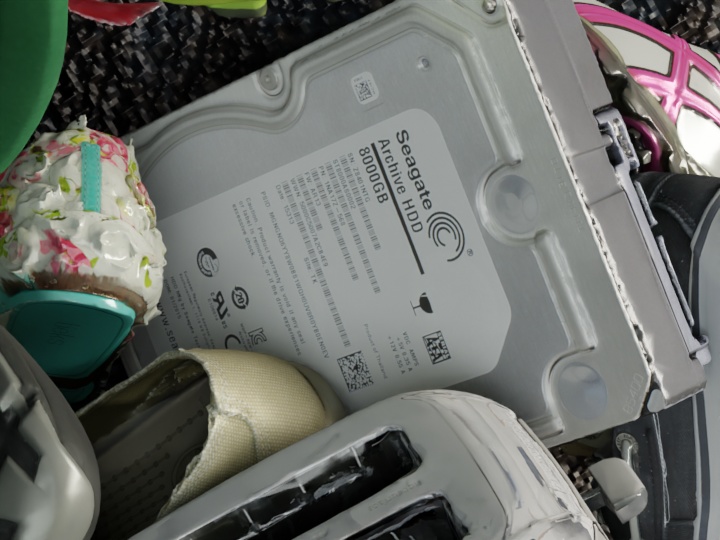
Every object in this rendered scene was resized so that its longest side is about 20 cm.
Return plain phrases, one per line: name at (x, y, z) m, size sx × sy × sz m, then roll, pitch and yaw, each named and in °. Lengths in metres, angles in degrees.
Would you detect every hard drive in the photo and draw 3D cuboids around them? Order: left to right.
hard drive at (0.000, 0.000, 0.787) m, size 0.200 × 0.038 × 0.140 m, roll -21°, pitch 91°, yaw 40°

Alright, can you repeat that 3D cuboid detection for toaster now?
toaster at (-0.001, 0.126, 0.718) m, size 0.200 × 0.114 × 0.129 m, roll -28°, pitch 123°, yaw -3°

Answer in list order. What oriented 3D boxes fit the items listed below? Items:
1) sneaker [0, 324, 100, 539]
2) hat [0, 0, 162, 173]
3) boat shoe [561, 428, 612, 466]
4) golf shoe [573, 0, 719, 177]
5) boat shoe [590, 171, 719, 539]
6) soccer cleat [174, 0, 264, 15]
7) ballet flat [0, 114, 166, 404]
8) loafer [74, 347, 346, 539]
sneaker at (-0.120, 0.039, 0.702) m, size 0.079 × 0.200 × 0.076 m, roll 26°, pitch 87°, yaw -40°
hat at (-0.155, -0.115, 0.737) m, size 0.165 × 0.176 × 0.200 m, roll -2°, pitch 126°, yaw 2°
boat shoe at (0.053, 0.030, 0.853) m, size 0.200 × 0.073 × 0.063 m, roll 21°, pitch 111°, yaw 0°
golf shoe at (0.109, -0.035, 0.839) m, size 0.200 × 0.092 × 0.073 m, roll 42°, pitch 132°, yaw 10°
boat shoe at (0.104, 0.067, 0.787) m, size 0.068 × 0.072 × 0.200 m, roll 11°, pitch 116°, yaw 38°
soccer cleat at (0.021, -0.136, 0.696) m, size 0.200 × 0.065 × 0.084 m, roll -23°, pitch 136°, yaw 0°
ballet flat at (-0.107, 0.008, 0.820) m, size 0.075 × 0.200 × 0.064 m, roll 10°, pitch 68°, yaw -24°
loafer at (-0.097, 0.087, 0.763) m, size 0.200 × 0.076 × 0.068 m, roll -41°, pitch 139°, yaw 2°
